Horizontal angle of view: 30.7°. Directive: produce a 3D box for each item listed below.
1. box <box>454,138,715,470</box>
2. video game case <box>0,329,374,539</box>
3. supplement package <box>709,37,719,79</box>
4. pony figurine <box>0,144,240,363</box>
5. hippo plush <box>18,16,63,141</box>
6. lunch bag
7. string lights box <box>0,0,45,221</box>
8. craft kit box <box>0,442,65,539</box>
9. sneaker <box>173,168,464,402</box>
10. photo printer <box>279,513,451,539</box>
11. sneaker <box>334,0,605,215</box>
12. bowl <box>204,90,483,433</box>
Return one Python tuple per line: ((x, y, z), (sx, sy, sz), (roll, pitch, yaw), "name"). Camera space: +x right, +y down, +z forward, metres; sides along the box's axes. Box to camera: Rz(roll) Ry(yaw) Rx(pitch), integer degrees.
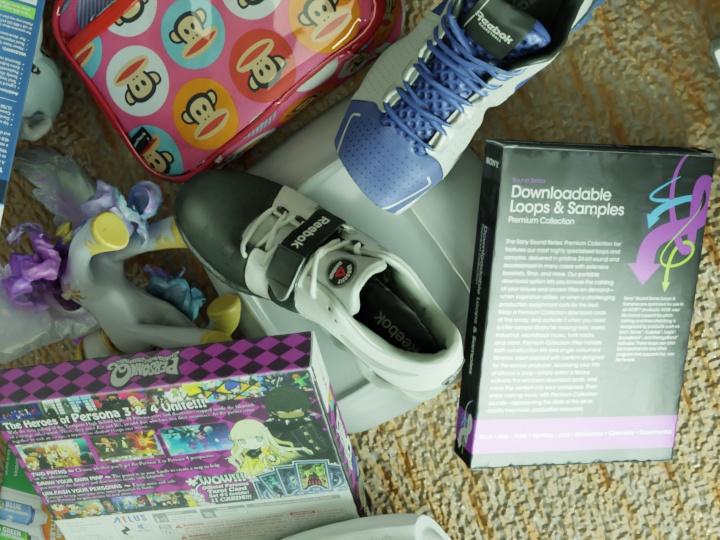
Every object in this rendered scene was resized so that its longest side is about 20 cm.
((0.136, 0.021, 0.806), (0.142, 0.036, 0.201), (1, 105, -18), "box")
((-0.105, 0.121, 0.818), (0.199, 0.036, 0.182), (-8, 133, 10), "video game case")
((0.298, -0.060, 0.716), (0.150, 0.152, 0.201), (-22, 95, 18), "supplement package")
((-0.176, 0.009, 0.857), (0.193, 0.167, 0.200), (49, 144, -14), "pony figurine")
((-0.279, -0.116, 0.847), (0.160, 0.160, 0.201), (3, 128, 1), "hippo plush")
((-0.090, -0.173, 0.835), (0.200, 0.082, 0.176), (-36, 87, 18), "lunch bag")
((-0.247, -0.110, 0.760), (0.102, 0.059, 0.201), (13, 80, -21), "string lights box")
((-0.162, 0.202, 0.925), (0.197, 0.049, 0.201), (3, 83, 12), "craft kit box")
((-0.020, -0.004, 0.765), (0.200, 0.089, 0.074), (33, 74, 2), "sneaker")
((0.007, 0.234, 0.853), (0.166, 0.070, 0.200), (-21, 132, 20), "photo printer")
((0.057, -0.122, 0.730), (0.081, 0.115, 0.199), (45, 103, 2), "sneaker")
((0.000, 0.000, 0.855), (0.199, 0.075, 0.200), (-35, 92, 20), "bowl")
